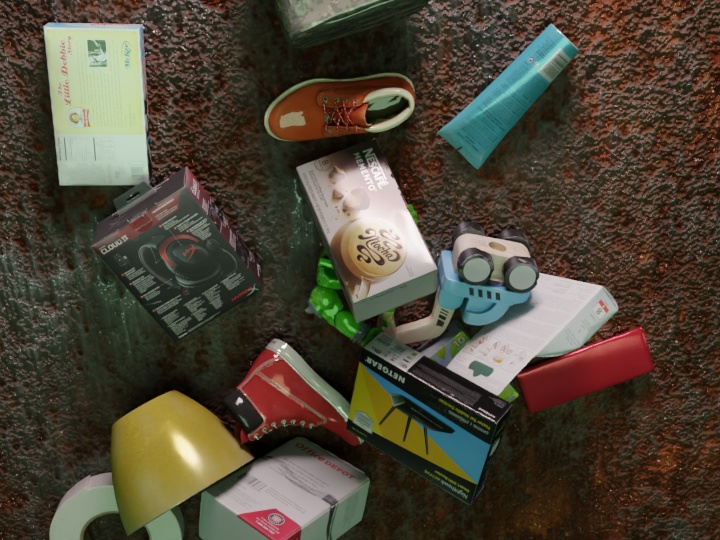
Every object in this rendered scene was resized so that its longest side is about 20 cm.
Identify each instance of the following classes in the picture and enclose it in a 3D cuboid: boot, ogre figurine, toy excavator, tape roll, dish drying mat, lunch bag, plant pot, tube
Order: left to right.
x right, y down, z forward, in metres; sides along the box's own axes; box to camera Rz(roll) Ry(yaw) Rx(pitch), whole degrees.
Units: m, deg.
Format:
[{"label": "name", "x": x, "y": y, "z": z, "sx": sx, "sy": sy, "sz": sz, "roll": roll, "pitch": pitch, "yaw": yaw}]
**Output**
[{"label": "tape roll", "x": -0.373, "y": 0.403, "z": 1.338, "sx": 0.202, "sy": 0.037, "sz": 0.204, "roll": -2, "pitch": 112, "yaw": -4}, {"label": "plant pot", "x": -0.270, "y": 0.255, "z": 1.223, "sx": 0.200, "sy": 0.200, "sz": 0.142, "roll": -32, "pitch": 82, "yaw": 8}, {"label": "boot", "x": -0.096, "y": 0.215, "z": 1.235, "sx": 0.200, "sy": 0.072, "sz": 0.144, "roll": 43, "pitch": 69, "yaw": -12}, {"label": "lunch bag", "x": -0.026, "y": -0.368, "z": 1.014, "sx": 0.199, "sy": 0.139, "sz": 0.169, "roll": -18, "pitch": 96, "yaw": 2}, {"label": "boot", "x": -0.026, "y": -0.201, "z": 1.091, "sx": 0.199, "sy": 0.107, "sz": 0.075, "roll": -13, "pitch": 114, "yaw": 2}, {"label": "ogre figurine", "x": 0.000, "y": 0.000, "z": 1.174, "sx": 0.119, "sy": 0.098, "sz": 0.201, "roll": 15, "pitch": 107, "yaw": -5}, {"label": "toy excavator", "x": 0.133, "y": 0.040, "z": 1.212, "sx": 0.193, "sy": 0.100, "sz": 0.201, "roll": 10, "pitch": 119, "yaw": -7}, {"label": "tube", "x": 0.195, "y": -0.227, "z": 1.132, "sx": 0.077, "sy": 0.050, "sz": 0.200, "roll": 39, "pitch": 108, "yaw": -13}, {"label": "dish drying mat", "x": 0.337, "y": 0.150, "z": 1.307, "sx": 0.199, "sy": 0.018, "sz": 0.077, "roll": -20, "pitch": 111, "yaw": 4}]

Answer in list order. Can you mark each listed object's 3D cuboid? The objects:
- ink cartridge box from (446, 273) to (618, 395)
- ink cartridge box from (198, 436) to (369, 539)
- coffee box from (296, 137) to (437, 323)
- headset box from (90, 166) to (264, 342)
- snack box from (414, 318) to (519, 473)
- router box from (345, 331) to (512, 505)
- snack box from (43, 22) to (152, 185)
[{"label": "ink cartridge box", "x": 0.226, "y": 0.093, "z": 1.166, "sx": 0.200, "sy": 0.162, "sz": 0.050, "roll": -46, "pitch": 108, "yaw": -9}, {"label": "ink cartridge box", "x": -0.104, "y": 0.332, "z": 1.224, "sx": 0.145, "sy": 0.200, "sz": 0.084, "roll": 23, "pitch": 117, "yaw": 31}, {"label": "coffee box", "x": 0.007, "y": -0.052, "z": 1.097, "sx": 0.113, "sy": 0.080, "sz": 0.201, "roll": -21, "pitch": 69, "yaw": -5}, {"label": "headset box", "x": -0.243, "y": -0.027, "z": 1.145, "sx": 0.148, "sy": 0.075, "sz": 0.200, "roll": -32, "pitch": 118, "yaw": 8}, {"label": "snack box", "x": 0.111, "y": 0.187, "z": 1.283, "sx": 0.200, "sy": 0.053, "sz": 0.142, "roll": -40, "pitch": 108, "yaw": 11}, {"label": "router box", "x": 0.083, "y": 0.190, "z": 1.123, "sx": 0.199, "sy": 0.051, "sz": 0.150, "roll": 27, "pitch": 127, "yaw": 24}, {"label": "snack box", "x": -0.328, "y": -0.207, "z": 1.098, "sx": 0.115, "sy": 0.037, "sz": 0.201, "roll": 0, "pitch": 112, "yaw": -6}]
